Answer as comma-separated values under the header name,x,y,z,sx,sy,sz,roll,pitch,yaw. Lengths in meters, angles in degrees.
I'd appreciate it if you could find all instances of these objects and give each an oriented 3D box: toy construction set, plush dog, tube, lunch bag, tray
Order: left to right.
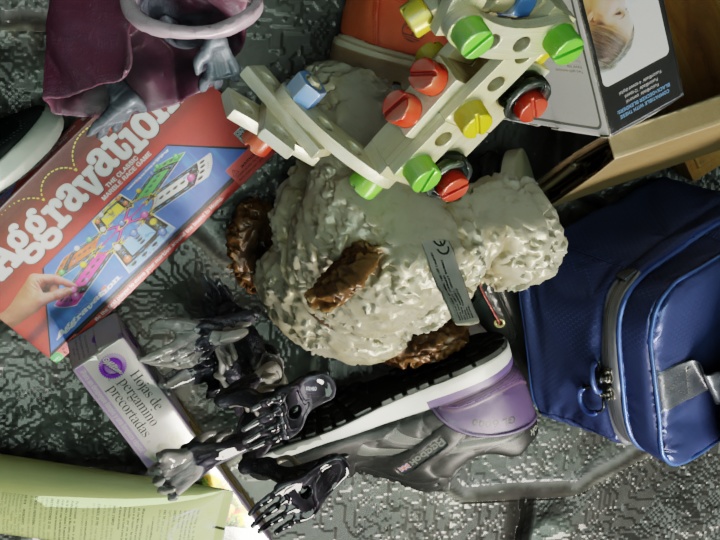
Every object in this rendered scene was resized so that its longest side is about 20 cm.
name,x,y,z,sx,sy,sz,roll,pitch,yaw
tube,-0.185,0.152,0.895,0.199,0.058,0.052,9,83,-5
plush dog,0.000,0.000,0.843,0.200,0.172,0.161,33,58,1
toy construction set,0.029,-0.101,0.713,0.200,0.092,0.131,-31,154,30
lunch bag,0.204,0.031,0.888,0.200,0.132,0.136,-29,120,-35
tray,0.217,-0.169,0.914,0.099,0.037,0.200,-32,112,-2

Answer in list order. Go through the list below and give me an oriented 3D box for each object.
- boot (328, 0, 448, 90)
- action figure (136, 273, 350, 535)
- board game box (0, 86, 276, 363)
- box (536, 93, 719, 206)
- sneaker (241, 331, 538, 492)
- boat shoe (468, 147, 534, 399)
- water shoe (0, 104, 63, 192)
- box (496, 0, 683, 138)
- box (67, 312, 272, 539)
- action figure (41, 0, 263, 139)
name,x,y,z,sx,sy,sz,roll,pitch,yaw
boot,0.088,-0.156,0.868,0.199,0.075,0.108,11,100,-16
action figure,-0.084,0.075,0.825,0.102,0.200,0.119,-17,110,-20
board game box,-0.157,-0.042,0.864,0.200,0.019,0.103,-44,120,3
box,0.219,-0.090,0.839,0.200,0.163,0.021,-18,85,-8
sneaker,0.020,0.118,0.914,0.200,0.076,0.088,-21,104,15
boat shoe,0.102,0.010,0.934,0.063,0.074,0.202,-8,123,22
water shoe,-0.273,-0.060,0.807,0.200,0.072,0.079,-29,108,-5
box,0.098,-0.180,0.755,0.060,0.117,0.200,-29,114,-24
box,-0.123,0.118,0.914,0.039,0.041,0.200,-32,118,-3
action figure,-0.146,-0.182,0.757,0.134,0.149,0.200,-14,79,-19
